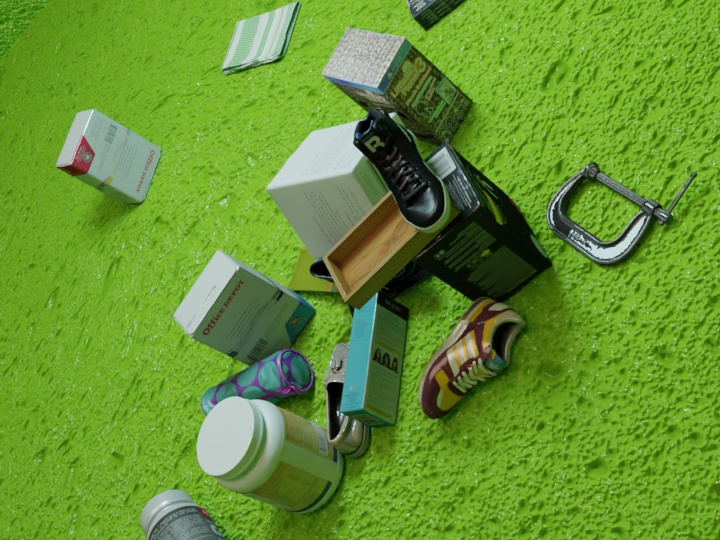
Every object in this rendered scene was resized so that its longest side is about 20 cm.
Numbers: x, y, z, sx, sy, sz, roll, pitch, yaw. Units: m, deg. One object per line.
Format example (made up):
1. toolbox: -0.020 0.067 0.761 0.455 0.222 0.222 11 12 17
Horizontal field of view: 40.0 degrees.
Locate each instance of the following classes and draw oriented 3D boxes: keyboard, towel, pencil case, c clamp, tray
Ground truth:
1. keyboard: 0.047 -0.008 1.658 0.200 0.040 0.104 -32 48 25
2. towel: -0.063 -0.003 1.751 0.200 0.018 0.086 -1 65 54
3. pencil case: -0.179 0.208 1.708 0.200 0.085 0.093 -30 32 28
4. c clamp: 0.363 -0.095 1.423 0.200 0.027 0.171 36 97 47
5. towel: -0.230 -0.528 2.252 0.200 0.023 0.153 -5 62 42
6. tray: 0.041 -0.048 1.390 0.200 0.037 0.099 -44 44 15

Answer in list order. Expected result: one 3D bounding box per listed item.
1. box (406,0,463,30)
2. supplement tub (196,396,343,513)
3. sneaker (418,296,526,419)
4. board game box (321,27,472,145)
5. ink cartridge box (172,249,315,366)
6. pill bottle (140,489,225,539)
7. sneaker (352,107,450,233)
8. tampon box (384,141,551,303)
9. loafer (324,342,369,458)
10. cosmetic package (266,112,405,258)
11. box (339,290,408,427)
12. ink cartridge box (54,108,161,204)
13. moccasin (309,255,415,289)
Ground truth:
1. box: 0.171 -0.575 1.880 0.200 0.044 0.160 -35 46 24
2. supplement tub: -0.139 0.285 1.535 0.144 0.200 0.145 -23 51 32
3. sneaker: 0.161 0.135 1.435 0.090 0.075 0.200 29 88 51
4. board game box: 0.064 -0.316 1.708 0.159 0.200 0.097 25 84 49
5. ink cartridge box: -0.200 0.075 1.721 0.147 0.200 0.086 -55 42 2
6. pill bottle: -0.283 0.458 1.633 0.114 0.114 0.200 -54 42 3
7. sneaker: 0.043 -0.139 1.330 0.073 0.112 0.200 -41 45 19
8. tampon box: 0.159 -0.061 1.461 0.126 0.200 0.150 -40 46 19
9. loafer: -0.026 0.198 1.583 0.072 0.063 0.200 -29 49 29
10. cosmetic package: -0.012 -0.139 1.665 0.200 0.165 0.165 -5 39 43
11. box: 0.023 0.138 1.559 0.049 0.082 0.200 -14 57 38
12. ink cartridge box: -0.582 -0.260 2.292 0.086 0.200 0.148 0 66 44
13. moccasin: 0.000 0.000 1.596 0.200 0.068 0.081 -12 92 45
